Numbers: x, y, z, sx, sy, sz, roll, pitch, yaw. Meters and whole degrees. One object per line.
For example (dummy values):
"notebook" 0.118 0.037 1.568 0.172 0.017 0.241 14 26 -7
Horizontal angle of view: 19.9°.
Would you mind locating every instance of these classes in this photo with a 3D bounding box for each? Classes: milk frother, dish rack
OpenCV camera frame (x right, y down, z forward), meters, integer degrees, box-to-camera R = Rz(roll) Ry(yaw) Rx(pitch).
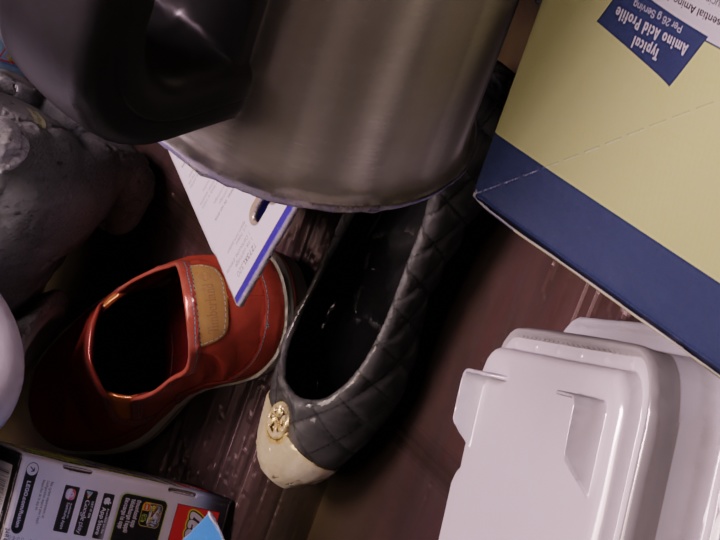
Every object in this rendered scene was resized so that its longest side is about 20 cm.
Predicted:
"milk frother" -0.040 -0.148 0.573 0.200 0.179 0.189 55 139 36
"dish rack" 0.054 0.096 0.641 0.200 0.043 0.173 -178 100 -81

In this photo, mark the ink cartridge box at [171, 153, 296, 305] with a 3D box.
"ink cartridge box" -0.049 -0.085 0.848 0.095 0.037 0.201 -58 38 30

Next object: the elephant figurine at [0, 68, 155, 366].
"elephant figurine" -0.189 0.013 0.953 0.141 0.155 0.201 34 101 37

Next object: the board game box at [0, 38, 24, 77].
"board game box" -0.211 -0.118 1.028 0.200 0.104 0.103 -54 47 33

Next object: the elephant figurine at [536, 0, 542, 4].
"elephant figurine" 0.026 -0.160 0.690 0.155 0.141 0.202 26 105 47

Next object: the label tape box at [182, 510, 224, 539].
"label tape box" -0.070 0.206 0.742 0.143 0.066 0.202 -44 61 59

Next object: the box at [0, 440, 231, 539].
"box" -0.131 0.182 0.868 0.035 0.110 0.202 11 84 52

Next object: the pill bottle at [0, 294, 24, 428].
"pill bottle" -0.234 0.079 0.870 0.200 0.115 0.116 -47 52 36

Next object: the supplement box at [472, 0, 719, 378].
"supplement box" 0.163 -0.063 0.525 0.200 0.133 0.201 39 116 47

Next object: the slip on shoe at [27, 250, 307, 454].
"slip on shoe" -0.101 0.035 0.910 0.199 0.061 0.075 -24 70 50

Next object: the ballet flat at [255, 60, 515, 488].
"ballet flat" 0.000 0.000 0.787 0.067 0.056 0.201 49 124 40
